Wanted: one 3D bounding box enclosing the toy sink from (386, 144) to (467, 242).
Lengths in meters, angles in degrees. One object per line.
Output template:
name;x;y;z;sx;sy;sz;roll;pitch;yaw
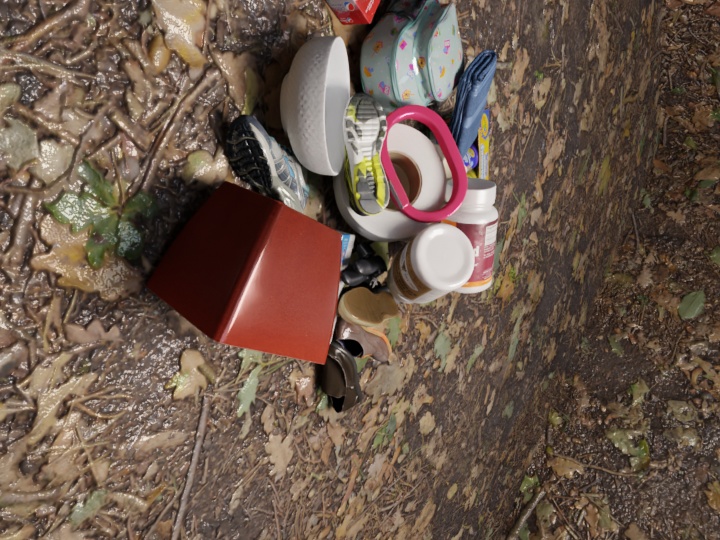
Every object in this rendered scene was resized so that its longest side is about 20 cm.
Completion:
toy sink;0.116;-0.145;1.071;0.111;0.128;0.204;28;80;-53

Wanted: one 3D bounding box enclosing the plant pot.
plant pot;-0.137;-0.005;0.720;0.199;0.198;0.179;24;90;-49

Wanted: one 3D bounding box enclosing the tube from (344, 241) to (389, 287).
tube;0.001;-0.010;1.046;0.199;0.052;0.058;-26;158;-49

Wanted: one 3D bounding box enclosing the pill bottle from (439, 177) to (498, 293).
pill bottle;0.209;-0.070;1.020;0.113;0.113;0.205;-24;122;-44

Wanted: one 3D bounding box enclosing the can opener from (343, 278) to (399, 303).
can opener;0.038;0.061;1.112;0.198;0.053;0.068;-18;118;-46

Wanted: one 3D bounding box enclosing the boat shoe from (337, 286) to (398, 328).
boat shoe;0.006;0.077;0.965;0.199;0.064;0.073;11;56;-62

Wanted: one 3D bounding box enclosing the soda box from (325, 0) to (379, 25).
soda box;0.015;-0.510;0.853;0.070;0.063;0.204;34;77;-51

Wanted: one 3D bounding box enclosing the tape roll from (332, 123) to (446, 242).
tape roll;0.051;-0.155;0.938;0.197;0.071;0.208;0;89;-11

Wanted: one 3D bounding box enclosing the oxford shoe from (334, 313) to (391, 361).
oxford shoe;0.001;0.153;1.070;0.200;0.070;0.074;43;43;-42

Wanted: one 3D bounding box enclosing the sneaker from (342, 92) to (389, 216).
sneaker;-0.003;-0.184;0.850;0.073;0.084;0.205;1;82;-21

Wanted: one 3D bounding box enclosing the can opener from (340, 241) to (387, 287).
can opener;0.000;0.000;0.917;0.063;0.079;0.200;-46;178;15

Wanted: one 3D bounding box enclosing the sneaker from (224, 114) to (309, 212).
sneaker;-0.136;-0.163;0.800;0.087;0.076;0.202;-65;151;-29

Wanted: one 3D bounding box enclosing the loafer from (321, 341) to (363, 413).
loafer;-0.046;0.220;1.048;0.071;0.072;0.203;-45;134;-30

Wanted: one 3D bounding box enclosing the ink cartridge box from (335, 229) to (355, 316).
ink cartridge box;-0.076;0.029;0.881;0.146;0.082;0.205;-28;132;-83

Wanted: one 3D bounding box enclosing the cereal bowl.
cereal bowl;-0.071;-0.250;0.799;0.200;0.081;0.205;4;90;-81

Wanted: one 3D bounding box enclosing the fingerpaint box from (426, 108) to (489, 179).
fingerpaint box;0.233;-0.259;1.221;0.166;0.072;0.204;-34;128;-39

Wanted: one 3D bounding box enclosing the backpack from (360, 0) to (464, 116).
backpack;0.093;-0.375;0.937;0.201;0.151;0.177;-50;143;-21

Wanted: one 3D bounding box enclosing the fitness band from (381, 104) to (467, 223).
fitness band;0.104;-0.181;0.898;0.141;0.037;0.204;-26;94;-14

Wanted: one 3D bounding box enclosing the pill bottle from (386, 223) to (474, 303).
pill bottle;0.117;-0.002;0.955;0.112;0.200;0.117;3;75;-14

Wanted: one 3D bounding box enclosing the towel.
towel;0.213;-0.322;1.025;0.112;0.048;0.202;-54;162;-27
